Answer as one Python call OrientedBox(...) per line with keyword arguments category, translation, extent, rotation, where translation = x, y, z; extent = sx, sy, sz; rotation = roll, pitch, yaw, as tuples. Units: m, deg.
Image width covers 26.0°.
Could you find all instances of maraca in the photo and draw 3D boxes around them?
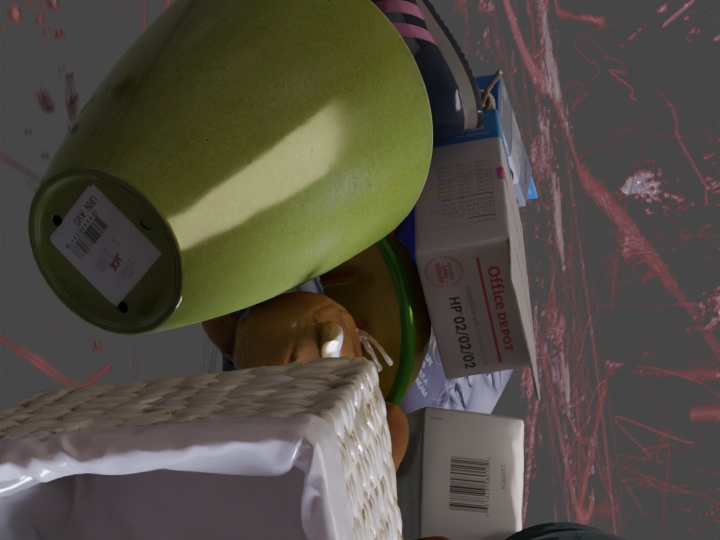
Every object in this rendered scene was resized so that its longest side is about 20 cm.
OrientedBox(category="maraca", translation=(-0.010, 0.055, 1.120), extent=(0.107, 0.137, 0.201), rotation=(-10, 123, -33))

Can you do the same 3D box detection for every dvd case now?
OrientedBox(category="dvd case", translation=(0.076, 0.082, 1.347), extent=(0.149, 0.016, 0.200), rotation=(60, 44, -32))

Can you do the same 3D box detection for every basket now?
OrientedBox(category="basket", translation=(-0.082, 0.149, 0.709), extent=(0.161, 0.197, 0.201), rotation=(-50, 132, -75))

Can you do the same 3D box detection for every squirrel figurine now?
OrientedBox(category="squirrel figurine", translation=(-0.045, 0.114, 0.882), extent=(0.200, 0.141, 0.188), rotation=(-29, 122, -49))

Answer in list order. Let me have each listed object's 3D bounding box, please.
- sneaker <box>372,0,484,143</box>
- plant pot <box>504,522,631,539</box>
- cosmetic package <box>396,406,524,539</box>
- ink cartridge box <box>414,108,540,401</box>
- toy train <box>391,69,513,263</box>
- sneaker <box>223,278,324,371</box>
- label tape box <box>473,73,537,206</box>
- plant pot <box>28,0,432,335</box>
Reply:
OrientedBox(category="sneaker", translation=(0.010, -0.168, 1.115), extent=(0.200, 0.082, 0.070), rotation=(59, -13, 33))
OrientedBox(category="plant pot", translation=(0.141, 0.251, 0.985), extent=(0.188, 0.199, 0.201), rotation=(-99, -179, -80))
OrientedBox(category="cosmetic package", translation=(0.041, 0.172, 1.170), extent=(0.200, 0.084, 0.108), rotation=(148, -53, -66))
OrientedBox(category="ink cartridge box", translation=(0.079, -0.008, 1.091), extent=(0.200, 0.068, 0.115), rotation=(-89, 166, -53))
OrientedBox(category="toy train", translation=(0.081, -0.104, 1.221), extent=(0.116, 0.084, 0.200), rotation=(-78, -170, -51))
OrientedBox(category="sneaker", translation=(-0.063, 0.059, 1.026), extent=(0.082, 0.070, 0.201), rotation=(-21, 99, -54))
OrientedBox(category="label tape box", translation=(0.085, -0.098, 1.506), extent=(0.200, 0.143, 0.066), rotation=(64, 25, -52))
OrientedBox(category="plant pot", translation=(-0.085, -0.051, 0.848), extent=(0.200, 0.186, 0.188), rotation=(-45, 129, -52))
